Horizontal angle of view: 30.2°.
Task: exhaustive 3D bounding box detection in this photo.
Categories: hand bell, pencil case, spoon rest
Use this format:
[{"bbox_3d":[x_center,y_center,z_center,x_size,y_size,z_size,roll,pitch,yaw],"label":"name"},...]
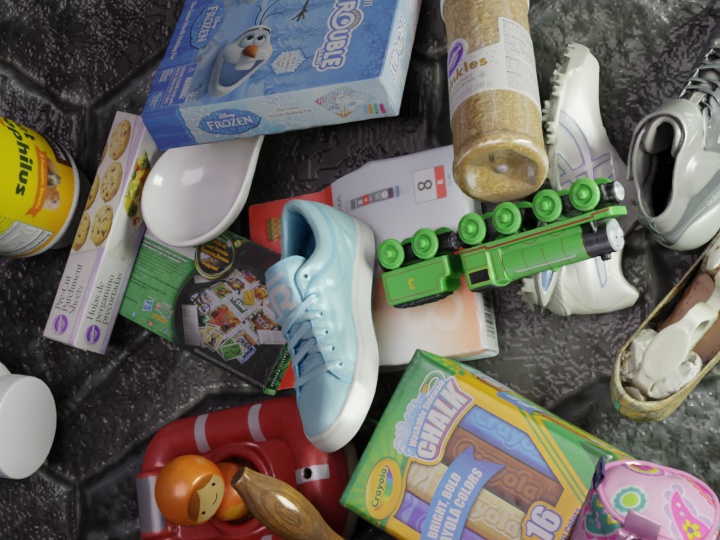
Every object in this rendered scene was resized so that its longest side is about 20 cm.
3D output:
[{"bbox_3d":[-0.009,0.198,0.921,0.200,0.104,0.104,40,99,-19],"label":"hand bell"},{"bbox_3d":[0.156,0.213,0.828,0.087,0.087,0.201,28,120,24],"label":"pencil case"},{"bbox_3d":[-0.095,-0.098,1.070,0.200,0.061,0.099,-40,55,0],"label":"spoon rest"}]

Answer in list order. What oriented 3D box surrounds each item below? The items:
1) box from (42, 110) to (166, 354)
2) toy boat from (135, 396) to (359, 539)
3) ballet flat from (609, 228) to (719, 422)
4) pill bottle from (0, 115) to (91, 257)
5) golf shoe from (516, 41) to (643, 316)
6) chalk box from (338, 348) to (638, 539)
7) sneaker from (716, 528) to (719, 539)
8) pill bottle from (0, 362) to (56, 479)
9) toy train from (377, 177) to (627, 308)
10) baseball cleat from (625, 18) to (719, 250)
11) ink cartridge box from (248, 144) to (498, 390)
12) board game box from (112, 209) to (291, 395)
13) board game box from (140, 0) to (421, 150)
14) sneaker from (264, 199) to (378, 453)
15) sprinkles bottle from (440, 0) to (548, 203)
[{"bbox_3d":[-0.208,-0.032,1.111,0.041,0.039,0.201,15,85,34],"label":"box"},{"bbox_3d":[-0.101,0.164,0.995,0.199,0.131,0.131,-15,75,29],"label":"toy boat"},{"bbox_3d":[0.245,0.024,0.927,0.071,0.071,0.200,42,97,23],"label":"ballet flat"},{"bbox_3d":[-0.306,-0.073,1.093,0.109,0.200,0.110,-4,79,22],"label":"pill bottle"},{"bbox_3d":[0.172,-0.065,0.980,0.097,0.078,0.201,6,88,6],"label":"golf shoe"},{"bbox_3d":[0.076,0.138,0.943,0.200,0.125,0.124,29,93,23],"label":"chalk box"},{"bbox_3d":[0.232,0.220,0.893,0.200,0.112,0.078,-52,54,44],"label":"sneaker"},{"bbox_3d":[-0.365,0.122,1.132,0.199,0.112,0.113,5,83,23],"label":"pill bottle"},{"bbox_3d":[0.097,-0.016,0.937,0.199,0.042,0.057,-16,84,34],"label":"toy train"},{"bbox_3d":[0.245,-0.115,0.923,0.070,0.106,0.201,12,80,37],"label":"baseball cleat"},{"bbox_3d":[0.000,0.000,1.040,0.199,0.050,0.163,-10,77,17],"label":"ink cartridge box"},{"bbox_3d":[-0.126,0.015,1.087,0.199,0.023,0.105,25,92,32],"label":"board game box"},{"bbox_3d":[-0.054,-0.189,1.046,0.198,0.043,0.201,-6,47,20],"label":"board game box"},{"bbox_3d":[-0.039,0.035,0.959,0.074,0.082,0.201,-40,38,37],"label":"sneaker"},{"bbox_3d":[0.096,-0.143,0.972,0.068,0.068,0.201,-16,49,19],"label":"sprinkles bottle"}]
